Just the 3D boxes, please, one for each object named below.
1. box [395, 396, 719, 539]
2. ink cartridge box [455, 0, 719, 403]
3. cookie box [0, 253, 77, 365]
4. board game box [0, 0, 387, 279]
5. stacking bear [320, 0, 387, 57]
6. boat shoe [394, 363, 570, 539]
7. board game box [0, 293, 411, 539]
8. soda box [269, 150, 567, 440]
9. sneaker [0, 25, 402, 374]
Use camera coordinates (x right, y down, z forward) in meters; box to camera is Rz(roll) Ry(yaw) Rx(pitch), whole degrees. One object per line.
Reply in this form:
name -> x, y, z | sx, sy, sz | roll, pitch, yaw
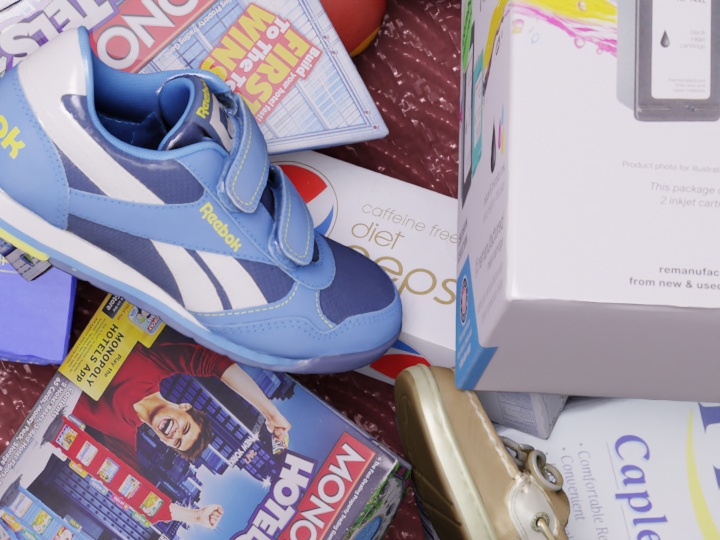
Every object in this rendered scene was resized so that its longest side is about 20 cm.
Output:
box -> 0.136, 0.130, 1.176 | 0.200, 0.105, 0.184 | -15, 96, -5
ink cartridge box -> 0.117, -0.063, 1.011 | 0.146, 0.147, 0.200 | 3, 74, -5
cookie box -> -0.199, -0.069, 1.140 | 0.171, 0.075, 0.200 | 8, 93, -6
board game box -> -0.095, -0.096, 1.071 | 0.200, 0.062, 0.200 | -42, 97, 0
stacking bear -> 0.030, -0.164, 1.143 | 0.200, 0.121, 0.114 | -31, 108, 6
boat shoe -> 0.077, 0.120, 1.084 | 0.063, 0.073, 0.201 | -28, 98, -8
board game box -> -0.067, 0.134, 1.113 | 0.200, 0.062, 0.200 | 37, 97, 19
soda box -> 0.000, 0.000, 1.125 | 0.200, 0.064, 0.068 | 20, 67, 18
sneaker -> -0.058, -0.025, 1.014 | 0.200, 0.074, 0.082 | 26, 115, -27
